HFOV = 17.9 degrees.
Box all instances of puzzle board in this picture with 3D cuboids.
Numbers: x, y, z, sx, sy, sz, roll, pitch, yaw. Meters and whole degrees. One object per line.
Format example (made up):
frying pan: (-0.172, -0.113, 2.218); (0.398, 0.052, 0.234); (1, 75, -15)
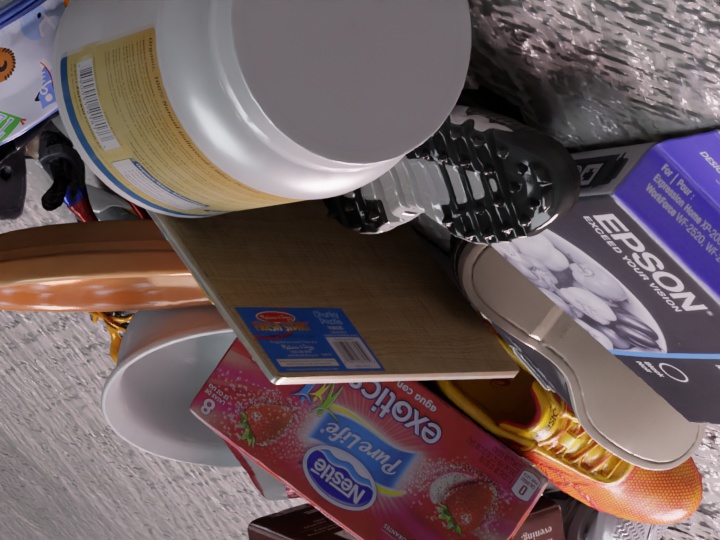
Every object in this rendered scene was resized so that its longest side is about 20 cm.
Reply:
puzzle board: (-0.019, 0.006, 1.220); (0.199, 0.017, 0.151); (1, -136, -49)

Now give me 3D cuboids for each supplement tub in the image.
supplement tub: (-0.049, -0.102, 1.085); (0.144, 0.145, 0.200); (40, 161, -21)

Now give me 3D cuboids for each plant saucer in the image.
plant saucer: (-0.144, -0.003, 1.368); (0.198, 0.038, 0.200); (-3, 174, 0)

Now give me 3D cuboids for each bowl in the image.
bowl: (-0.076, 0.050, 1.542); (0.199, 0.091, 0.202); (-3, 150, -2)

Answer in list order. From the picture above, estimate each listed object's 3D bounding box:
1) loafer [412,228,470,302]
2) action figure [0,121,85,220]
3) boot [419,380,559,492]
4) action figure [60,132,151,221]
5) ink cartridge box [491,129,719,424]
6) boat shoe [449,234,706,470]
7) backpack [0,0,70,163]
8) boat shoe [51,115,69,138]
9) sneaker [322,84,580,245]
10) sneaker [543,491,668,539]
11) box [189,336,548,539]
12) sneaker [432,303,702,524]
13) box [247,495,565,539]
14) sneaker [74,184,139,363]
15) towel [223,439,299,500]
loafer: (0.000, 0.000, 1.377); (0.200, 0.071, 0.073); (44, 158, -31)
action figure: (-0.231, -0.060, 1.354); (0.200, 0.129, 0.070); (-117, 17, -78)
boot: (0.059, 0.116, 1.478); (0.198, 0.078, 0.138); (4, 161, 5)
action figure: (-0.197, -0.104, 1.451); (0.065, 0.052, 0.201); (-21, 119, 22)
ink cartridge box: (0.175, 0.011, 1.167); (0.198, 0.044, 0.199); (41, 159, -21)
boat shoe: (0.124, 0.036, 1.303); (0.200, 0.073, 0.063); (42, -176, -25)
backpack: (-0.222, -0.147, 1.230); (0.189, 0.200, 0.155); (18, 144, 30)
boat shoe: (-0.108, -0.083, 1.362); (0.199, 0.071, 0.063); (35, 164, -33)
sneaker: (0.058, -0.058, 1.122); (0.200, 0.090, 0.067); (4, 117, 60)
sneaker: (0.150, 0.180, 1.575); (0.114, 0.076, 0.200); (24, 163, 16)
box: (0.006, 0.105, 1.356); (0.199, 0.096, 0.100); (36, 176, 4)
sneaker: (0.117, 0.097, 1.357); (0.199, 0.073, 0.077); (31, -165, -10)
box: (0.040, 0.259, 1.556); (0.164, 0.165, 0.202); (9, 109, 59)
sneaker: (-0.168, 0.008, 1.667); (0.078, 0.077, 0.200); (25, 159, 26)
towel: (0.008, 0.107, 1.539); (0.198, 0.023, 0.144); (-11, 148, 11)
